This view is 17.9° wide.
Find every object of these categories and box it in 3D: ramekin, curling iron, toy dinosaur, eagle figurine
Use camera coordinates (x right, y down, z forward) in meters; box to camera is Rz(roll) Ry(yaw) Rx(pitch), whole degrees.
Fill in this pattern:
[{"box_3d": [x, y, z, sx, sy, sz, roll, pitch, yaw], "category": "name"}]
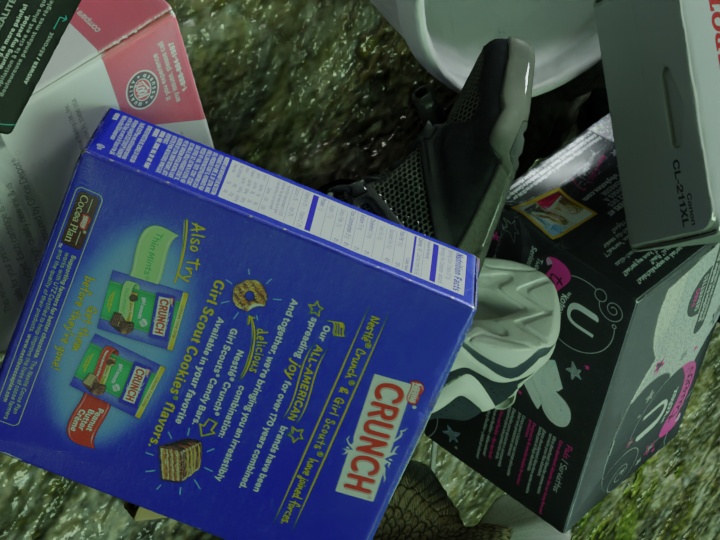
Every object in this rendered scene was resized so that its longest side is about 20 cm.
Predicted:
[{"box_3d": [0.079, -0.204, 1.248, 0.200, 0.105, 0.200, -26, 138, -26], "category": "ramekin"}, {"box_3d": [0.074, -0.054, 1.441, 0.050, 0.026, 0.200, -61, 140, -18], "category": "curling iron"}, {"box_3d": [0.111, -0.097, 1.387, 0.047, 0.088, 0.200, 13, 144, -9], "category": "toy dinosaur"}, {"box_3d": [0.035, 0.190, 1.452, 0.200, 0.151, 0.151, 45, 45, -50], "category": "eagle figurine"}]

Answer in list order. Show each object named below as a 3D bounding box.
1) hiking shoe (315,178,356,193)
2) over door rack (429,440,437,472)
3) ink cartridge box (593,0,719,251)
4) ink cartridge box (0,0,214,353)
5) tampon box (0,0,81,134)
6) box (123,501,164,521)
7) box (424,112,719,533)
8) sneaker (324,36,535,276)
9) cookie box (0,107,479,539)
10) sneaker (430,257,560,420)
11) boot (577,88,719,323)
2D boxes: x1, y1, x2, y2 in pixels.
[{"box_3d": [0.000, 0.000, 1.361, 0.200, 0.076, 0.101, 15, 92, -42], "category": "hiking shoe"}, {"box_3d": [0.110, 0.096, 1.554, 0.148, 0.067, 0.200, -20, 140, -33], "category": "over door rack"}, {"box_3d": [0.238, -0.094, 1.268, 0.200, 0.083, 0.146, -6, 86, -29], "category": "ink cartridge box"}, {"box_3d": [-0.179, -0.049, 1.155, 0.200, 0.083, 0.147, -33, 140, -18], "category": "ink cartridge box"}, {"box_3d": [-0.221, -0.170, 0.975, 0.200, 0.126, 0.150, 15, 111, -48], "category": "tampon box"}, {"box_3d": [-0.043, 0.079, 1.445, 0.200, 0.021, 0.164, -2, 122, -43], "category": "box"}, {"box_3d": [0.136, 0.032, 1.358, 0.132, 0.115, 0.200, -34, 150, -38], "category": "box"}, {"box_3d": [0.020, -0.042, 1.194, 0.076, 0.114, 0.200, 105, 7, -84], "category": "sneaker"}, {"box_3d": [-0.064, 0.039, 1.121, 0.200, 0.075, 0.171, 22, 113, -4], "category": "cookie box"}, {"box_3d": [0.007, 0.035, 1.290, 0.199, 0.080, 0.130, 8, 146, -1], "category": "sneaker"}, {"box_3d": [0.206, -0.069, 1.438, 0.073, 0.162, 0.198, -33, 140, -20], "category": "boot"}]
